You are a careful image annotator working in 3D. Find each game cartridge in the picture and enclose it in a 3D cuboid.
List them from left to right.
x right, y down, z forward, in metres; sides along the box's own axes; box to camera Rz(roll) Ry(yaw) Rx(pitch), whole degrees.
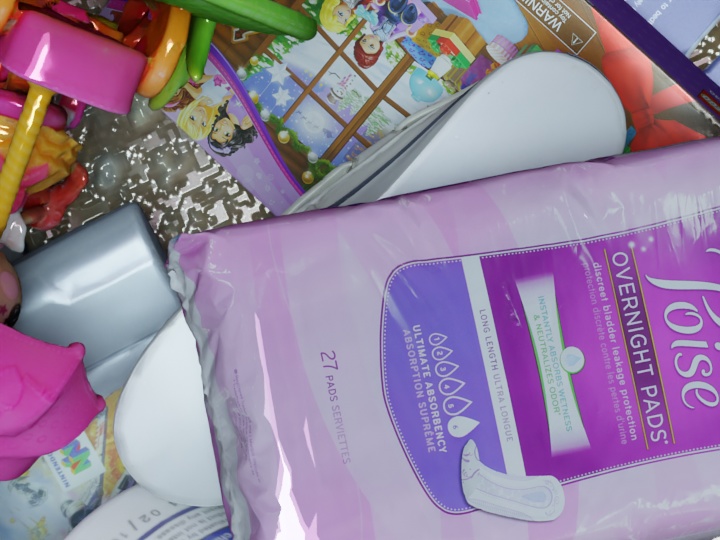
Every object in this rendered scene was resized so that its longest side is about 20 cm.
[{"bbox_3d":[-0.091,0.093,0.998,0.133,0.042,0.201,-28,103,-2],"label":"game cartridge"}]

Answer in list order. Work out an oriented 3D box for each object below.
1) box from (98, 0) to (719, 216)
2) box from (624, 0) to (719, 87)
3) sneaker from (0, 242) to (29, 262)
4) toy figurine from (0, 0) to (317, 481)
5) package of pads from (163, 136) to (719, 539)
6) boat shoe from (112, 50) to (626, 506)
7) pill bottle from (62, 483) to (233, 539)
[{"bbox_3d":[0.018,-0.069,0.996,0.200,0.039,0.137,42,112,3],"label":"box"},{"bbox_3d":[0.069,-0.144,1.018,0.200,0.032,0.121,43,92,4],"label":"box"},{"bbox_3d":[-0.161,-0.037,1.004,0.070,0.082,0.201,-10,91,4],"label":"sneaker"},{"bbox_3d":[-0.121,-0.024,0.912,0.149,0.200,0.185,20,94,-18],"label":"toy figurine"},{"bbox_3d":[0.046,0.032,0.858,0.199,0.076,0.121,-10,86,-13],"label":"package of pads"},{"bbox_3d":[0.000,0.000,0.928,0.200,0.066,0.072,-45,98,-4],"label":"boat shoe"},{"bbox_3d":[-0.010,0.157,0.890,0.199,0.120,0.120,27,91,35],"label":"pill bottle"}]
